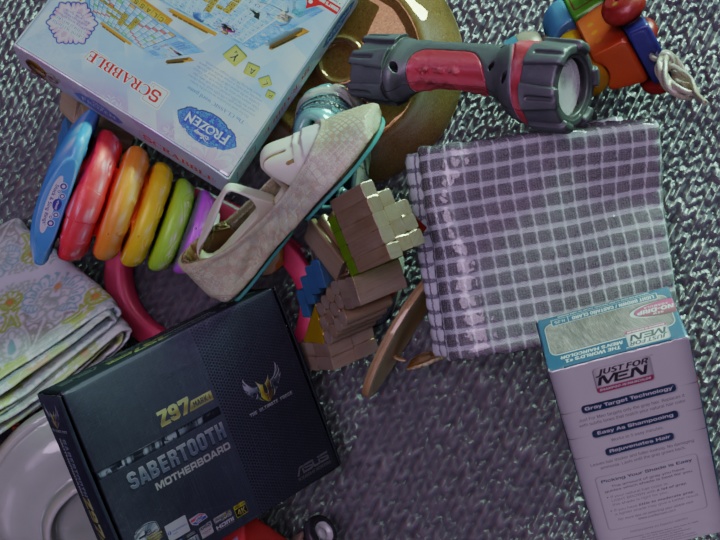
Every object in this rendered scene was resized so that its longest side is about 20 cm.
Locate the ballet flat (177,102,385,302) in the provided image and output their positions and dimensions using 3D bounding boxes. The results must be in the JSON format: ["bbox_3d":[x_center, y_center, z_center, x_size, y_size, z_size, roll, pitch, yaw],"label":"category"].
[{"bbox_3d":[-0.064,-0.056,0.927,0.062,0.068,0.200,34,111,-21],"label":"ballet flat"}]

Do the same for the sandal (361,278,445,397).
[{"bbox_3d":[0.081,0.023,1.001,0.069,0.078,0.213,29,87,12],"label":"sandal"}]

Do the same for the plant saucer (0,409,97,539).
[{"bbox_3d":[-0.199,0.190,1.001,0.198,0.050,0.202,-8,123,-13],"label":"plant saucer"}]

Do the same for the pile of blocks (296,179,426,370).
[{"bbox_3d":[0.000,0.000,0.963,0.062,0.201,0.082,-20,62,-34],"label":"pile of blocks"}]

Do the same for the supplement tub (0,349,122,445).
[{"bbox_3d":[-0.255,0.117,1.049,0.198,0.107,0.108,-9,85,11],"label":"supplement tub"}]

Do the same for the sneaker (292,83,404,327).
[{"bbox_3d":[-0.020,-0.043,1.002,0.077,0.086,0.202,-12,104,14],"label":"sneaker"}]

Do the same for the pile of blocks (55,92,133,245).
[{"bbox_3d":[-0.220,-0.117,1.078,0.062,0.082,0.202,5,112,-31],"label":"pile of blocks"}]

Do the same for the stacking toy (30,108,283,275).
[{"bbox_3d":[-0.154,-0.037,1.002,0.198,0.110,0.117,21,109,-12],"label":"stacking toy"}]

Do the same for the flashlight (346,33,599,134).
[{"bbox_3d":[0.077,-0.142,0.939,0.199,0.067,0.069,10,92,38],"label":"flashlight"}]

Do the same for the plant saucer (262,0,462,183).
[{"bbox_3d":[-0.014,-0.172,1.051,0.198,0.035,0.202,-1,87,12],"label":"plant saucer"}]

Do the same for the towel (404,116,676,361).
[{"bbox_3d":[0.143,-0.027,0.949,0.198,0.086,0.167,-10,90,-13],"label":"towel"}]

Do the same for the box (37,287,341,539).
[{"bbox_3d":[-0.125,0.122,0.962,0.199,0.051,0.159,-26,101,-33],"label":"box"}]

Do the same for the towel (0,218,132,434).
[{"bbox_3d":[-0.302,0.050,1.024,0.171,0.048,0.199,-37,45,-23],"label":"towel"}]

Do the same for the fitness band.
[{"bbox_3d":[-0.124,0.016,1.065,0.199,0.037,0.144,31,96,12],"label":"fitness band"}]

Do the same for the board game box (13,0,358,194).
[{"bbox_3d":[-0.133,-0.195,0.994,0.199,0.041,0.200,32,74,4],"label":"board game box"}]

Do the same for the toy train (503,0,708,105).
[{"bbox_3d":[0.176,-0.148,0.940,0.115,0.201,0.085,-30,123,16],"label":"toy train"}]

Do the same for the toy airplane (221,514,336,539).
[{"bbox_3d":[-0.036,0.307,0.973,0.198,0.141,0.202,16,113,28],"label":"toy airplane"}]

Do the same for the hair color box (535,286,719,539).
[{"bbox_3d":[0.201,0.116,0.920,0.099,0.061,0.201,-15,126,8],"label":"hair color box"}]
